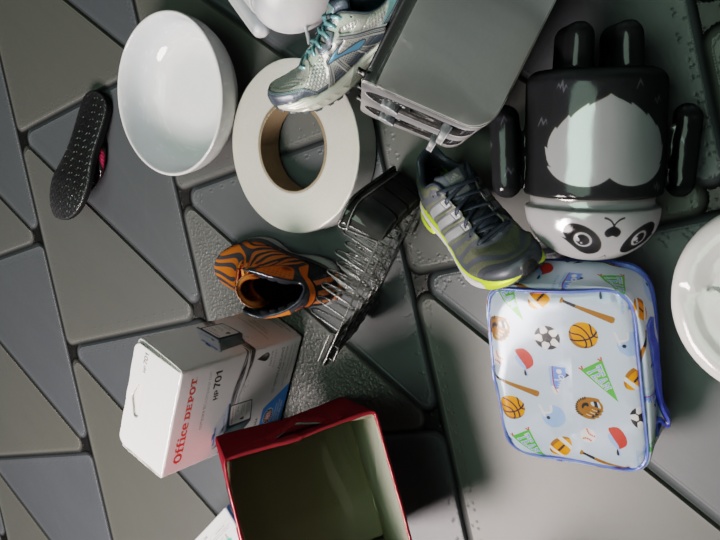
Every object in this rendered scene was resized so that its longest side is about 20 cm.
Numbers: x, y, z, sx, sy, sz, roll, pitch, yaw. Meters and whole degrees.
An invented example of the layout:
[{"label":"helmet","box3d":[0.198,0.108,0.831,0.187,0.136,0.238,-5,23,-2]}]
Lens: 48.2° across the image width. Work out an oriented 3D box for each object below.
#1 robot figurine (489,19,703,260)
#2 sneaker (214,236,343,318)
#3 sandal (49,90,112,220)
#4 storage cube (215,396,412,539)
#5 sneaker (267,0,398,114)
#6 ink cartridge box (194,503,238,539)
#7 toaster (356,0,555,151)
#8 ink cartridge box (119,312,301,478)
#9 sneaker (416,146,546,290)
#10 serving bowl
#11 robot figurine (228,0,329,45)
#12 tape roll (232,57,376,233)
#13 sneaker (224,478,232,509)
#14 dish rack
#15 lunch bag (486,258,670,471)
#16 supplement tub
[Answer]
[{"label":"robot figurine","box3d":[0.204,-0.110,0.700,0.149,0.124,0.204,9,104,41]},{"label":"sneaker","box3d":[-0.127,0.006,0.975,0.198,0.111,0.079,6,102,35]},{"label":"sandal","box3d":[-0.407,-0.166,1.201,0.074,0.045,0.203,26,99,24]},{"label":"storage cube","box3d":[-0.058,0.257,0.893,0.180,0.168,0.203,167,88,-76]},{"label":"sneaker","box3d":[-0.021,-0.242,0.832,0.198,0.087,0.078,-29,40,13]},{"label":"ink cartridge box","box3d":[-0.136,0.422,1.084,0.201,0.076,0.137,54,125,18]},{"label":"toaster","box3d":[0.085,-0.211,0.705,0.117,0.181,0.202,27,92,-3]},{"label":"ink cartridge box","box3d":[-0.180,0.143,0.985,0.085,0.199,0.148,28,114,30]},{"label":"sneaker","box3d":[0.102,-0.053,0.764,0.200,0.073,0.081,48,169,52]},{"label":"serving bowl","box3d":[-0.225,-0.225,1.033,0.198,0.065,0.204,7,102,35]},{"label":"robot figurine","box3d":[-0.094,-0.343,0.884,0.201,0.112,0.170,51,133,17]},{"label":"tape roll","box3d":[-0.070,-0.147,0.952,0.200,0.037,0.206,8,104,36]},{"label":"sneaker","box3d":[-0.100,0.302,1.012,0.200,0.111,0.073,47,123,20]},{"label":"dish rack","box3d":[0.000,0.000,0.863,0.054,0.153,0.202,29,117,10]},{"label":"lunch bag","box3d":[0.205,0.090,0.748,0.158,0.076,0.203,0,115,32]},{"label":"supplement tub","box3d":[0.317,0.007,0.593,0.130,0.199,0.134,8,104,34]}]
